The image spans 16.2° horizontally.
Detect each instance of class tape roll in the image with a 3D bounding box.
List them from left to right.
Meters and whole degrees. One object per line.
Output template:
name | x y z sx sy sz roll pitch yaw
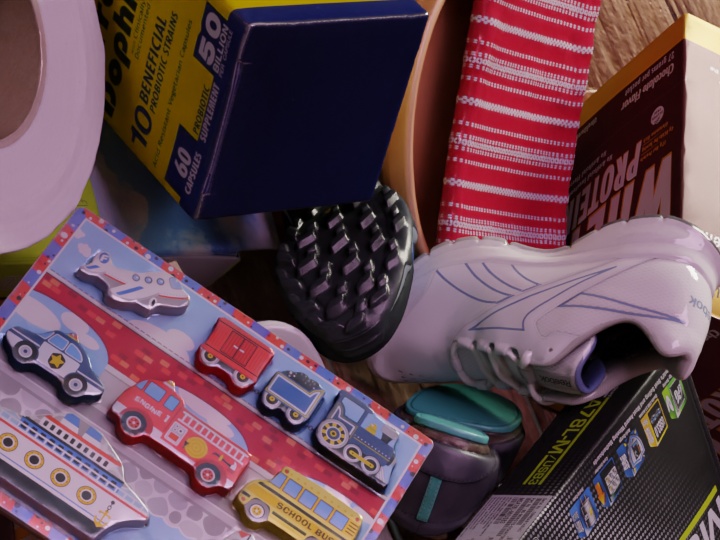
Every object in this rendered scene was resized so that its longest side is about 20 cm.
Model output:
tape roll | -0.201 -0.103 1.148 0.202 0.070 0.204 21 65 -56

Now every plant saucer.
plant saucer | 0.059 -0.087 1.400 0.200 0.037 0.202 -26 120 -58

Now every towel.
towel | 0.092 -0.099 1.398 0.144 0.022 0.202 10 89 -61

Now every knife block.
knife block | -0.061 0.114 1.153 0.064 0.175 0.201 -19 113 -31

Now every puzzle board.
puzzle board | -0.082 0.075 1.131 0.199 0.017 0.151 33 54 1

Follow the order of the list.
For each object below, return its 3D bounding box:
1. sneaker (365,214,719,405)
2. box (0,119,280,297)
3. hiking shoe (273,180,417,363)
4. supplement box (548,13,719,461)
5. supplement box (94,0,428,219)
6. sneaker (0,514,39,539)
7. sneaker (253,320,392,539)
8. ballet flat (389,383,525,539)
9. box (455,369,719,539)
sneaker | 0.088 0.029 1.305 0.075 0.199 0.087 57 32 -36
box | -0.147 -0.051 1.293 0.199 0.048 0.123 -2 66 -36
hiking shoe | 0.000 0.000 1.285 0.200 0.074 0.087 -98 168 -62
supplement box | 0.224 -0.002 1.465 0.196 0.133 0.201 22 53 -23
supplement box | -0.075 -0.127 1.253 0.109 0.109 0.200 -7 38 -35
sneaker | -0.152 0.131 1.167 0.090 0.075 0.201 20 63 -23
sneaker | -0.035 0.110 1.260 0.070 0.099 0.201 -18 105 -12
ballet flat | 0.043 0.101 1.297 0.073 0.073 0.200 51 8 2
box | 0.132 0.169 1.300 0.200 0.047 0.194 -44 121 -43
